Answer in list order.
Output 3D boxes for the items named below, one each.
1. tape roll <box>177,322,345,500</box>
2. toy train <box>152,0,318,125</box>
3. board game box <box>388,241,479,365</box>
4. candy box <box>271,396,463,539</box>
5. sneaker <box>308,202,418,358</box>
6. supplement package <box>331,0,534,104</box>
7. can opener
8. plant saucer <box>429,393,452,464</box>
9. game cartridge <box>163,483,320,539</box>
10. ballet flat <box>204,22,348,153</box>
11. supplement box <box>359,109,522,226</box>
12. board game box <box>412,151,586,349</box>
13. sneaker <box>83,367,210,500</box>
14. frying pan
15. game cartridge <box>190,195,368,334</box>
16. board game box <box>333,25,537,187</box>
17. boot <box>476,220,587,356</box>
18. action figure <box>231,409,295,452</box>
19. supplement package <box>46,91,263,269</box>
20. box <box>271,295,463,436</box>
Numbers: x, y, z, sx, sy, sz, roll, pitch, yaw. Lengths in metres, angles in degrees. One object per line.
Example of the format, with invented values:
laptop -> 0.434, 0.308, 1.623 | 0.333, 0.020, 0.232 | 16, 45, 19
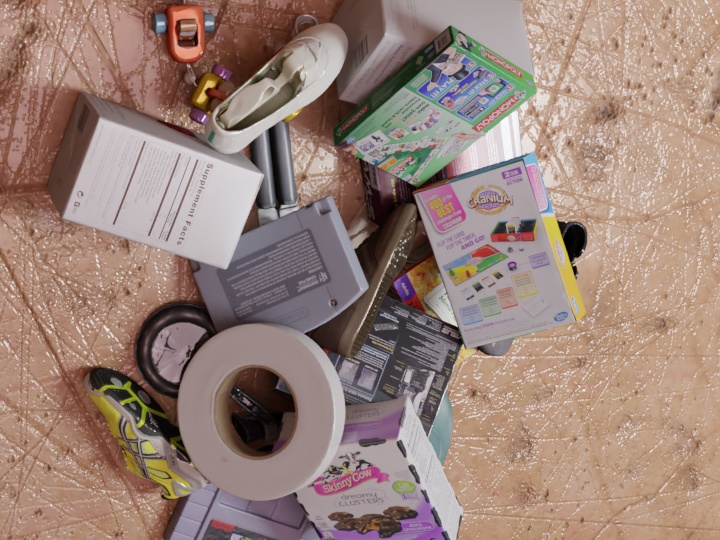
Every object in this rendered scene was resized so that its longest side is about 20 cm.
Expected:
tape roll -> -0.115, 0.161, 1.611 | 0.200, 0.037, 0.206 | 1, 92, 20
toy train -> -0.133, -0.239, 1.589 | 0.197, 0.056, 0.153 | 0, 94, -19
board game box -> 0.142, 0.016, 1.803 | 0.199, 0.046, 0.153 | -34, 115, -12
candy box -> 0.010, 0.252, 1.680 | 0.166, 0.072, 0.201 | -10, 127, 23
sneaker -> 0.000, 0.000, 1.663 | 0.075, 0.071, 0.202 | 23, 77, 16
supplement package -> 0.082, -0.256, 1.628 | 0.198, 0.121, 0.121 | 11, 144, -25
can opener -> -0.095, -0.090, 1.664 | 0.052, 0.066, 0.203 | -11, 103, -21
plant saucer -> 0.054, 0.236, 1.794 | 0.199, 0.039, 0.203 | -23, 128, -33
game cartridge -> -0.137, 0.316, 1.774 | 0.198, 0.038, 0.131 | 23, 90, -27
ballet flat -> -0.089, -0.203, 1.540 | 0.200, 0.069, 0.070 | -41, 116, -9
supplement box -> 0.101, -0.131, 1.736 | 0.198, 0.061, 0.110 | -16, 110, -19
board game box -> 0.164, -0.021, 1.660 | 0.040, 0.151, 0.202 | -32, 105, -60
sneaker -> -0.261, 0.200, 1.666 | 0.076, 0.076, 0.200 | -37, 108, 14
frying pan -> -0.193, 0.130, 1.675 | 0.114, 0.031, 0.192 | -29, 97, -4
game cartridge -> -0.092, 0.011, 1.628 | 0.198, 0.040, 0.135 | -22, 88, 24
board game box -> 0.082, -0.179, 1.588 | 0.134, 0.029, 0.199 | 23, 134, -36
boot -> 0.204, 0.024, 1.732 | 0.069, 0.131, 0.203 | 8, 102, -26
action figure -> -0.055, 0.189, 1.757 | 0.198, 0.069, 0.132 | -16, 103, -23
supplement package -> -0.229, -0.100, 1.564 | 0.198, 0.121, 0.121 | 18, 102, -27
box -> 0.012, 0.110, 1.709 | 0.198, 0.050, 0.159 | 23, 77, -5
